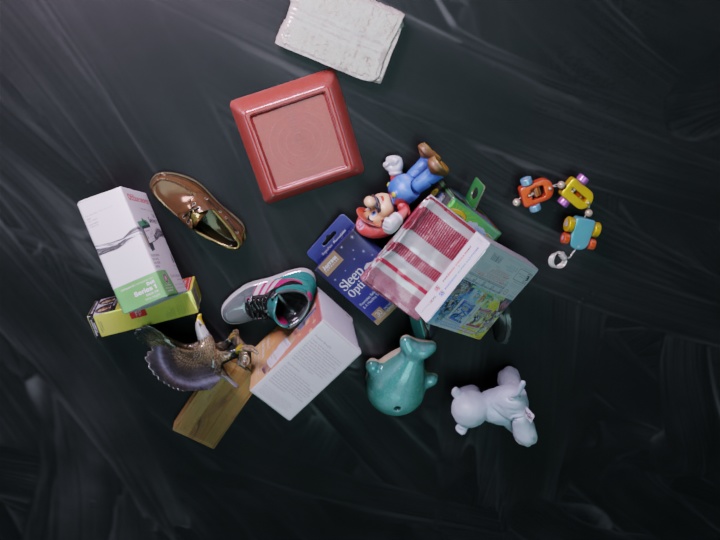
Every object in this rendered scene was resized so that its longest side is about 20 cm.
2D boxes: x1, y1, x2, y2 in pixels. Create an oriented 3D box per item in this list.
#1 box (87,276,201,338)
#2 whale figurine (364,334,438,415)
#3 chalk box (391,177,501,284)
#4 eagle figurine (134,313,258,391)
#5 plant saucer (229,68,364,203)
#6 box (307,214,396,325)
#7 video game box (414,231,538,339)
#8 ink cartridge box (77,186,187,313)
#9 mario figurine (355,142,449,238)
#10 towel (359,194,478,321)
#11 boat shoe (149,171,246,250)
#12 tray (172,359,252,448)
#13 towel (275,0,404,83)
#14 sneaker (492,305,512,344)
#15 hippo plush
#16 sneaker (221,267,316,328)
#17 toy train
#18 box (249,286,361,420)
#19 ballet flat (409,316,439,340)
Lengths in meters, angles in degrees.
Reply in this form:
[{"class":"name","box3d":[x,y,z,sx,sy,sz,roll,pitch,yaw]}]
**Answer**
[{"class":"box","box3d":[-0.407,0.069,1.317,0.198,0.075,0.050,-13,114,-1]},{"class":"whale figurine","box3d":[0.086,0.218,1.406,0.158,0.104,0.201,16,131,-14]},{"class":"chalk box","box3d":[0.172,-0.080,1.305,0.124,0.125,0.200,35,106,-19]},{"class":"eagle figurine","box3d":[-0.312,0.157,1.304,0.199,0.152,0.152,-12,159,-26]},{"class":"plant saucer","box3d":[-0.110,-0.235,1.250,0.198,0.037,0.201,-18,114,1]},{"class":"box","box3d":[0.000,0.000,1.331,0.200,0.032,0.121,41,116,-6]},{"class":"video game box","box3d":[0.219,0.034,1.285,0.199,0.047,0.183,21,110,-49]},{"class":"ink cartridge box","box3d":[-0.391,-0.036,1.202,0.084,0.146,0.201,-22,92,0]},{"class":"mario figurine","box3d":[0.060,-0.142,1.256,0.106,0.123,0.200,43,106,-3]},{"class":"towel","box3d":[0.113,-0.019,1.245,0.144,0.023,0.200,34,104,-19]},{"class":"boat shoe","box3d":[-0.293,-0.109,1.260,0.199,0.068,0.072,32,107,-18]},{"class":"tray","box3d":[-0.295,0.269,1.436,0.098,0.037,0.201,31,106,-18]},{"class":"towel","box3d":[-0.032,-0.414,1.188,0.199,0.035,0.133,19,107,-14]},{"class":"sneaker","box3d":[0.263,0.055,1.411,0.081,0.073,0.202,-9,105,6]},{"class":"hippo plush","box3d":[0.275,0.303,1.454,0.159,0.200,0.161,-15,92,7]},{"class":"sneaker","box3d":[-0.174,0.071,1.323,0.199,0.121,0.084,-23,114,3]},{"class":"toy train","box3d":[0.386,-0.113,1.362,0.149,0.056,0.201,-26,110,5]},{"class":"box","box3d":[-0.111,0.159,1.351,0.200,0.152,0.106,-44,111,10]},{"class":"ballet flat","box3d":[0.116,0.045,1.387,0.073,0.073,0.201,-20,108,1]}]
